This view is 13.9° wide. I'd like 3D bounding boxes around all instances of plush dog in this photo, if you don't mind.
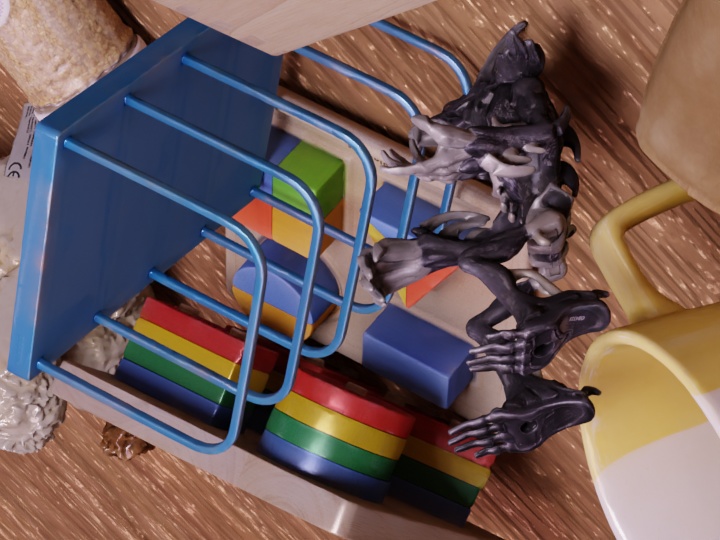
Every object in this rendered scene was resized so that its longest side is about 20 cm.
[{"bbox_3d":[-0.165,0.015,1.671,0.200,0.160,0.172,55,174,31],"label":"plush dog"}]

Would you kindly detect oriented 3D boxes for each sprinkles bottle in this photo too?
[{"bbox_3d":[-0.181,-0.155,1.501,0.068,0.068,0.200,-7,125,51],"label":"sprinkles bottle"}]

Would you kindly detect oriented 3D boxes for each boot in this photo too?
[{"bbox_3d":[0.202,-0.078,1.200,0.175,0.066,0.200,42,151,21],"label":"boot"}]

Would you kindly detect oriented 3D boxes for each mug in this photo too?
[{"bbox_3d":[0.192,0.053,1.279,0.149,0.153,0.187,21,130,64],"label":"mug"}]

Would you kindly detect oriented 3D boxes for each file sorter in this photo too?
[{"bbox_3d":[-0.051,-0.028,1.367,0.122,0.200,0.139,26,129,18],"label":"file sorter"}]

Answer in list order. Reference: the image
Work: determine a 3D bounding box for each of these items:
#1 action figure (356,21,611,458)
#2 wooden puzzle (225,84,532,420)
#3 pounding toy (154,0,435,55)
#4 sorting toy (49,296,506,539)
[{"bbox_3d":[0.051,-0.025,1.292,0.102,0.200,0.119,-3,138,-5],"label":"action figure"},{"bbox_3d":[0.000,0.000,1.529,0.185,0.046,0.200,26,147,21],"label":"wooden puzzle"},{"bbox_3d":[-0.035,-0.213,1.175,0.142,0.201,0.184,23,159,-31],"label":"pounding toy"},{"bbox_3d":[-0.024,0.084,1.560,0.198,0.070,0.200,24,180,32],"label":"sorting toy"}]
